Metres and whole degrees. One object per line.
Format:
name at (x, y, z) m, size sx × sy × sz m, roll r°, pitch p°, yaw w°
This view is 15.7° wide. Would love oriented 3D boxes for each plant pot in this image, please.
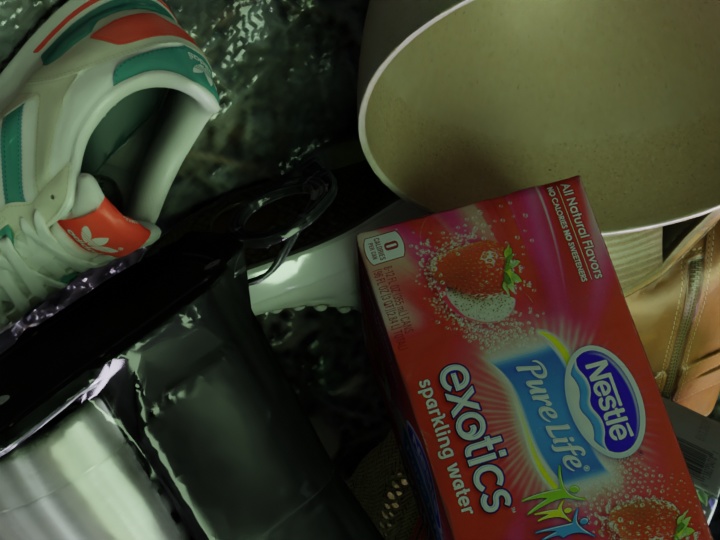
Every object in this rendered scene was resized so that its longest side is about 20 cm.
plant pot at (0.093, -0.122, 1.060) m, size 0.200 × 0.135 × 0.200 m, roll -4°, pitch 151°, yaw -2°

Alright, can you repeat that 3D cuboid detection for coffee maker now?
coffee maker at (-0.045, 0.097, 1.031) m, size 0.192 × 0.135 × 0.200 m, roll -30°, pitch 107°, yaw 6°

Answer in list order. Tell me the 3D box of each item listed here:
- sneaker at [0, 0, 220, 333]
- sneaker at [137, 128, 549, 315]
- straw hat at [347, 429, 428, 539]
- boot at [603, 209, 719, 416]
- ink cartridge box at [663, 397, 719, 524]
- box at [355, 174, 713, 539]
sneaker at (-0.131, -0.021, 1.036) m, size 0.200 × 0.093 × 0.070 m, roll -49°, pitch 128°, yaw 4°
sneaker at (0.000, 0.000, 1.134) m, size 0.200 × 0.073 × 0.085 m, roll -19°, pitch 122°, yaw -21°
straw hat at (0.037, 0.118, 1.207) m, size 0.201 × 0.085 × 0.201 m, roll -39°, pitch 146°, yaw -34°
boot at (0.174, 0.006, 1.239) m, size 0.199 × 0.074 × 0.155 m, roll -10°, pitch 126°, yaw -11°
ink cartridge box at (0.109, 0.165, 1.193) m, size 0.050 × 0.109 × 0.200 m, roll 24°, pitch 106°, yaw 7°
box at (0.072, 0.076, 1.049) m, size 0.099 × 0.200 × 0.096 m, roll -15°, pitch 157°, yaw -6°
